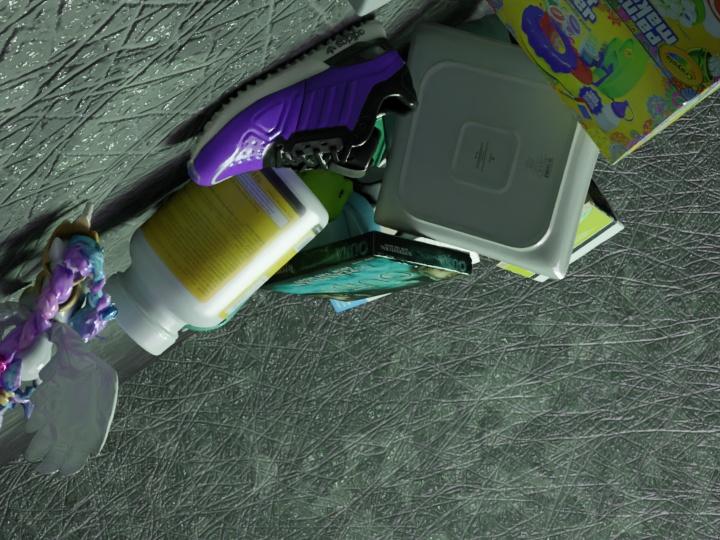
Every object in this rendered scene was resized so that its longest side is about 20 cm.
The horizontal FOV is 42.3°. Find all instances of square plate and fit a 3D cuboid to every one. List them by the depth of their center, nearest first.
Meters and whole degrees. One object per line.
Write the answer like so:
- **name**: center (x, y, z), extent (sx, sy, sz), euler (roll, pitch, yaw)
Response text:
- **square plate**: center (0.118, -0.110, 0.863), extent (0.028, 0.196, 0.202), euler (-32, 137, -65)

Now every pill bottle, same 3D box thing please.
- **pill bottle**: center (-0.133, -0.021, 0.833), extent (0.200, 0.112, 0.112), euler (-42, 180, -1)

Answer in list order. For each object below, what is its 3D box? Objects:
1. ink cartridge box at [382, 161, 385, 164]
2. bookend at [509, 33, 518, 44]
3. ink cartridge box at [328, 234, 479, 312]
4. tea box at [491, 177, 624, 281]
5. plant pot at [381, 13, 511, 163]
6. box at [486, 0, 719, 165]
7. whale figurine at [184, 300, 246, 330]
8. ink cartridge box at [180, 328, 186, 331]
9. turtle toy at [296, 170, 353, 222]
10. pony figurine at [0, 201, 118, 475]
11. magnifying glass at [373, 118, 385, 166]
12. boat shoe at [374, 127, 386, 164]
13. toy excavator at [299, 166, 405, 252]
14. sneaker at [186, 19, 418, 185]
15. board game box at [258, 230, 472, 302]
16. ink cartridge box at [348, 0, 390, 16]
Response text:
- **ink cartridge box**: center (0.026, -0.178, 1.280), extent (0.199, 0.051, 0.109), euler (-36, 179, -1)
- **bookend**: center (0.216, -0.285, 1.192), extent (0.198, 0.092, 0.200), euler (-34, 178, -36)
- **ink cartridge box**: center (0.039, -0.051, 1.195), extent (0.198, 0.085, 0.147), euler (-19, -137, 9)
- **tea box**: center (0.202, -0.111, 1.151), extent (0.133, 0.201, 0.196), euler (-35, 158, 19)
- **plant pot**: center (0.088, -0.155, 0.971), extent (0.133, 0.203, 0.200), euler (-8, -179, 2)
- **box**: center (0.238, -0.234, 0.768), extent (0.192, 0.201, 0.122), euler (-33, 174, -20)
- **whale figurine**: center (-0.168, 0.009, 1.218), extent (0.199, 0.104, 0.159), euler (-22, 162, -17)
- **ink cartridge box**: center (-0.203, 0.005, 1.402), extent (0.145, 0.084, 0.200), euler (-36, 179, 11)
- **turtle toy**: center (-0.104, -0.059, 0.952), extent (0.199, 0.102, 0.146), euler (-35, 180, -1)
- **pony figurine**: center (-0.261, 0.058, 0.728), extent (0.200, 0.165, 0.194), euler (-41, -154, 57)
- **magnifying glass**: center (0.020, -0.169, 1.115), extent (0.200, 0.080, 0.022), euler (-46, -156, -3)
- **boat shoe**: center (0.001, -0.147, 1.164), extent (0.199, 0.074, 0.068), euler (-39, 169, 1)
- **toy excavator**: center (-0.076, -0.048, 1.054), extent (0.199, 0.101, 0.194), euler (-33, -143, -30)
- **sneaker**: center (-0.036, -0.109, 0.730), extent (0.199, 0.100, 0.070), euler (-35, 178, -14)
- **board game box**: center (0.000, 0.000, 0.971), extent (0.134, 0.028, 0.199), euler (10, 164, -38)
- **ink cartridge box**: center (0.090, -0.237, 0.498), extent (0.196, 0.043, 0.200), euler (-33, 177, -20)
